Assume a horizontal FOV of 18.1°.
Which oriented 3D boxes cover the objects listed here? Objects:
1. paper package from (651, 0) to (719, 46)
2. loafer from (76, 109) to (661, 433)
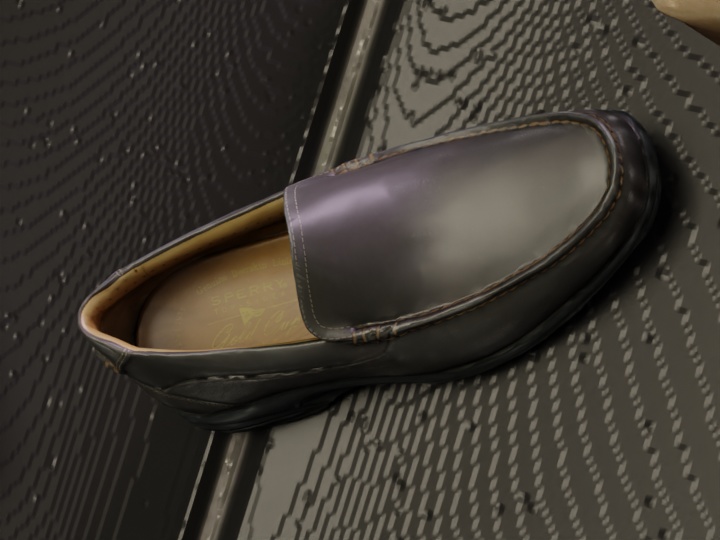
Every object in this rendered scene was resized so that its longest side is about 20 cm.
[{"bbox_3d":[0.194,-0.138,0.588,0.199,0.103,0.192,4,81,38],"label":"paper package"},{"bbox_3d":[0.000,0.000,0.715,0.199,0.072,0.073,-27,63,28],"label":"loafer"}]
